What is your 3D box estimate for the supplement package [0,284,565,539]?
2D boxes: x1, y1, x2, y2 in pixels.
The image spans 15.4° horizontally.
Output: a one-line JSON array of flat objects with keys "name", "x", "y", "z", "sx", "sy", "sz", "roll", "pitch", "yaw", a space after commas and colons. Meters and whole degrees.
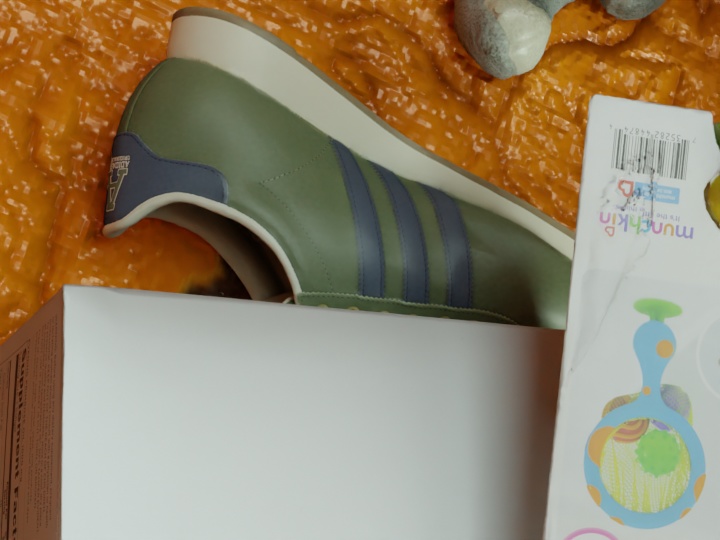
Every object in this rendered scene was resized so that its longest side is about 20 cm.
[{"name": "supplement package", "x": -0.017, "y": 0.100, "z": 0.849, "sx": 0.199, "sy": 0.111, "sz": 0.157, "roll": 6, "pitch": 72, "yaw": -22}]

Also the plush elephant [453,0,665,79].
[{"name": "plush elephant", "x": 0.105, "y": -0.185, "z": 0.961, "sx": 0.199, "sy": 0.155, "sz": 0.166, "roll": -21, "pitch": 84, "yaw": -27}]

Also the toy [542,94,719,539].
[{"name": "toy", "x": 0.110, "y": 0.054, "z": 0.823, "sx": 0.114, "sy": 0.047, "sz": 0.201, "roll": 8, "pitch": 87, "yaw": -11}]

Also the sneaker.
[{"name": "sneaker", "x": 0.000, "y": 0.000, "z": 0.917, "sx": 0.200, "sy": 0.067, "sz": 0.090, "roll": 33, "pitch": 72, "yaw": -11}]
